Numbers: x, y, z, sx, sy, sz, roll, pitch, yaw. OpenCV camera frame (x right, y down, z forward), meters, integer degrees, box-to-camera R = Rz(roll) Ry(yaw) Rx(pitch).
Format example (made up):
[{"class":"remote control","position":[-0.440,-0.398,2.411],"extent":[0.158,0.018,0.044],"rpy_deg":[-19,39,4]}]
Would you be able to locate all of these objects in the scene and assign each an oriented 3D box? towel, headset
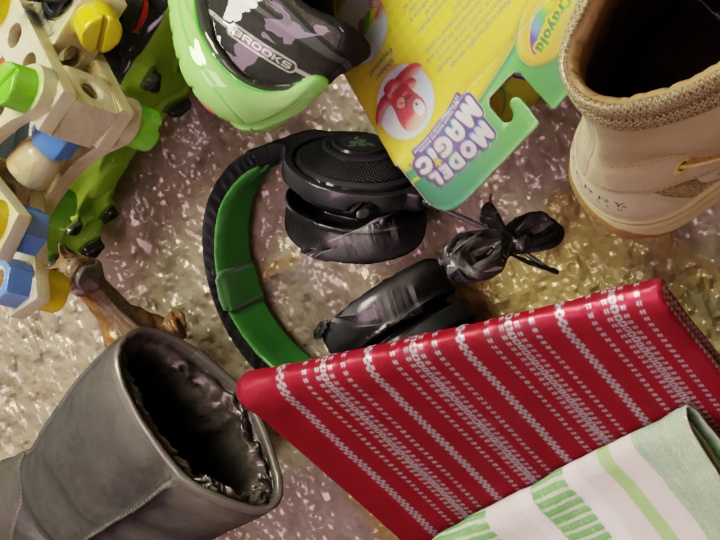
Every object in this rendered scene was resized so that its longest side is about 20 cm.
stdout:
[{"class":"towel","position":[0.064,0.062,0.827],"extent":[0.199,0.023,0.145],"rpy_deg":[-15,140,30]},{"class":"towel","position":[0.111,0.155,0.847],"extent":[0.200,0.023,0.153],"rpy_deg":[-34,94,44]},{"class":"headset","position":[0.000,0.000,0.852],"extent":[0.199,0.094,0.124],"rpy_deg":[-10,101,42]}]

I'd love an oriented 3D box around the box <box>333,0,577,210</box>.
[{"class":"box","position":[0.030,-0.130,0.781],"extent":[0.117,0.048,0.201],"rpy_deg":[-46,56,31]}]

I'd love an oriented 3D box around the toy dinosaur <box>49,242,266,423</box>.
[{"class":"toy dinosaur","position":[-0.098,0.063,0.953],"extent":[0.106,0.060,0.201],"rpy_deg":[16,133,26]}]

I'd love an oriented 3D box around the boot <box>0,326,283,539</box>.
[{"class":"boot","position":[-0.092,0.126,0.917],"extent":[0.182,0.073,0.200],"rpy_deg":[45,133,-13]}]

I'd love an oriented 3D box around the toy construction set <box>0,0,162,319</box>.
[{"class":"toy construction set","position":[-0.154,-0.090,0.831],"extent":[0.200,0.092,0.131],"rpy_deg":[50,117,29]}]

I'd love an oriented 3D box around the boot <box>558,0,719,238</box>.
[{"class":"boot","position":[0.147,-0.103,0.669],"extent":[0.200,0.155,0.073],"rpy_deg":[-39,73,-1]}]

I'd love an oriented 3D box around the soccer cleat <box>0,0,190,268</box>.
[{"class":"soccer cleat","position":[-0.123,-0.084,0.903],"extent":[0.081,0.067,0.200],"rpy_deg":[47,123,14]}]

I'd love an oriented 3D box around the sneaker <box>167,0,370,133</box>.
[{"class":"sneaker","position":[-0.038,-0.152,0.780],"extent":[0.083,0.077,0.201],"rpy_deg":[-19,72,19]}]
